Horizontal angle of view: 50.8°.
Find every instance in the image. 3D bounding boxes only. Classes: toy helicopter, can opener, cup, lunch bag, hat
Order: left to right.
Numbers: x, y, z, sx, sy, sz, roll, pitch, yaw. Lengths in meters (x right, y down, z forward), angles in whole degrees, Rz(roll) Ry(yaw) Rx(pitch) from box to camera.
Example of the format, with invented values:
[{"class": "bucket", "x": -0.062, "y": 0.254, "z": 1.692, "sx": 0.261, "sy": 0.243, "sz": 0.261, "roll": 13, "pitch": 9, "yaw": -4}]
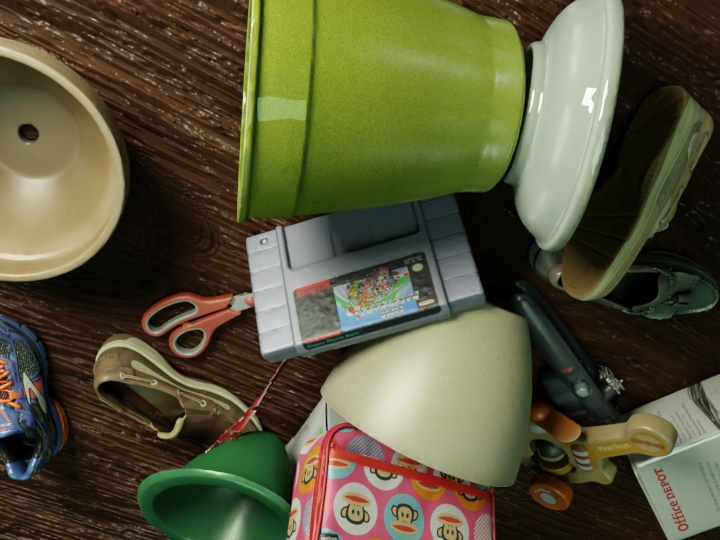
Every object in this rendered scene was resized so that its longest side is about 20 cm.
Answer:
[{"class": "hat", "x": -0.113, "y": 0.181, "z": 0.795, "sx": 0.200, "sy": 0.176, "sz": 0.166, "roll": -19, "pitch": 127, "yaw": 29}, {"class": "lunch bag", "x": 0.034, "y": 0.226, "z": 0.716, "sx": 0.200, "sy": 0.176, "sz": 0.082, "roll": 20, "pitch": 145, "yaw": -23}, {"class": "cup", "x": 0.082, "y": 0.090, "z": 0.716, "sx": 0.200, "sy": 0.200, "sz": 0.143, "roll": 23, "pitch": 94, "yaw": -16}, {"class": "can opener", "x": 0.209, "y": 0.090, "z": 0.780, "sx": 0.079, "sy": 0.063, "sz": 0.200, "roll": -30, "pitch": 118, "yaw": 15}, {"class": "toy helicopter", "x": 0.230, "y": 0.172, "z": 0.784, "sx": 0.132, "sy": 0.079, "sz": 0.200, "roll": 46, "pitch": 143, "yaw": -12}]

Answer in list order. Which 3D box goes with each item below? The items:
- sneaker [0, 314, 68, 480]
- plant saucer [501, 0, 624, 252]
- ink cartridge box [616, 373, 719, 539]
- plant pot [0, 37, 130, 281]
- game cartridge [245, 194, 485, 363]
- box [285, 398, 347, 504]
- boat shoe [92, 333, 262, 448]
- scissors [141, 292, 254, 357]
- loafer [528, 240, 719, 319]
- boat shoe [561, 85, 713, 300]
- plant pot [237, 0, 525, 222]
[{"class": "sneaker", "x": -0.351, "y": 0.129, "z": 0.763, "sx": 0.075, "sy": 0.078, "sz": 0.200, "roll": -11, "pitch": 121, "yaw": 3}, {"class": "plant saucer", "x": 0.142, "y": -0.116, "z": 0.576, "sx": 0.050, "sy": 0.200, "sz": 0.200, "roll": 10, "pitch": 121, "yaw": 1}, {"class": "ink cartridge box", "x": 0.405, "y": 0.198, "z": 0.843, "sx": 0.200, "sy": 0.084, "sz": 0.146, "roll": -25, "pitch": 119, "yaw": 13}, {"class": "plant pot", "x": -0.286, "y": -0.098, "z": 0.621, "sx": 0.201, "sy": 0.093, "sz": 0.201, "roll": -2, "pitch": 121, "yaw": -3}, {"class": "game cartridge", "x": 0.000, "y": 0.000, "z": 0.678, "sx": 0.200, "sy": 0.130, "sz": 0.038, "roll": -16, "pitch": 146, "yaw": 6}, {"class": "box", "x": -0.011, "y": 0.260, "z": 0.853, "sx": 0.176, "sy": 0.097, "sz": 0.200, "roll": 25, "pitch": 117, "yaw": -20}, {"class": "boat shoe", "x": -0.190, "y": 0.151, "z": 0.787, "sx": 0.202, "sy": 0.075, "sz": 0.075, "roll": 35, "pitch": 113, "yaw": -22}, {"class": "scissors", "x": -0.123, "y": 0.028, "z": 0.752, "sx": 0.200, "sy": 0.014, "sz": 0.073, "roll": -27, "pitch": 117, "yaw": 14}, {"class": "loafer", "x": 0.261, "y": 0.016, "z": 0.738, "sx": 0.200, "sy": 0.063, "sz": 0.072, "roll": 13, "pitch": 120, "yaw": -11}, {"class": "boat shoe", "x": 0.248, "y": -0.058, "z": 0.665, "sx": 0.064, "sy": 0.071, "sz": 0.200, "roll": 24, "pitch": 97, "yaw": -29}, {"class": "plant pot", "x": 0.011, "y": -0.128, "z": 0.564, "sx": 0.193, "sy": 0.200, "sz": 0.201, "roll": 4, "pitch": 121, "yaw": -10}]
